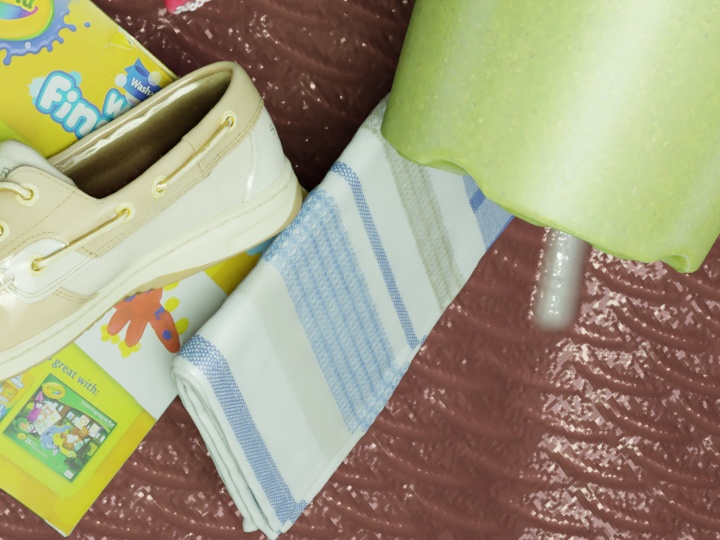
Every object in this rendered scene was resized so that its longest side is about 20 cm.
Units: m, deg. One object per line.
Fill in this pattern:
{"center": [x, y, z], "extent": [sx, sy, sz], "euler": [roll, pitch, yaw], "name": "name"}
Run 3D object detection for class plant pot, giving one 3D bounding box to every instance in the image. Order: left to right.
{"center": [0.100, -0.107, 1.082], "extent": [0.200, 0.200, 0.185], "euler": [18, 100, -32], "name": "plant pot"}

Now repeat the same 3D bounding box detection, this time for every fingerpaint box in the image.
{"center": [-0.141, -0.025, 1.117], "extent": [0.200, 0.073, 0.167], "euler": [40, 86, -35], "name": "fingerpaint box"}

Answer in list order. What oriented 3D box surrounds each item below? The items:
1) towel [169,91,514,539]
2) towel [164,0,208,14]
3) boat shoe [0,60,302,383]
{"center": [0.000, 0.000, 1.177], "extent": [0.200, 0.024, 0.147], "euler": [-53, 153, -18], "name": "towel"}
{"center": [-0.039, -0.209, 1.040], "extent": [0.144, 0.201, 0.022], "euler": [-23, 167, 16], "name": "towel"}
{"center": [-0.114, -0.016, 1.052], "extent": [0.199, 0.074, 0.070], "euler": [-29, 118, -28], "name": "boat shoe"}
